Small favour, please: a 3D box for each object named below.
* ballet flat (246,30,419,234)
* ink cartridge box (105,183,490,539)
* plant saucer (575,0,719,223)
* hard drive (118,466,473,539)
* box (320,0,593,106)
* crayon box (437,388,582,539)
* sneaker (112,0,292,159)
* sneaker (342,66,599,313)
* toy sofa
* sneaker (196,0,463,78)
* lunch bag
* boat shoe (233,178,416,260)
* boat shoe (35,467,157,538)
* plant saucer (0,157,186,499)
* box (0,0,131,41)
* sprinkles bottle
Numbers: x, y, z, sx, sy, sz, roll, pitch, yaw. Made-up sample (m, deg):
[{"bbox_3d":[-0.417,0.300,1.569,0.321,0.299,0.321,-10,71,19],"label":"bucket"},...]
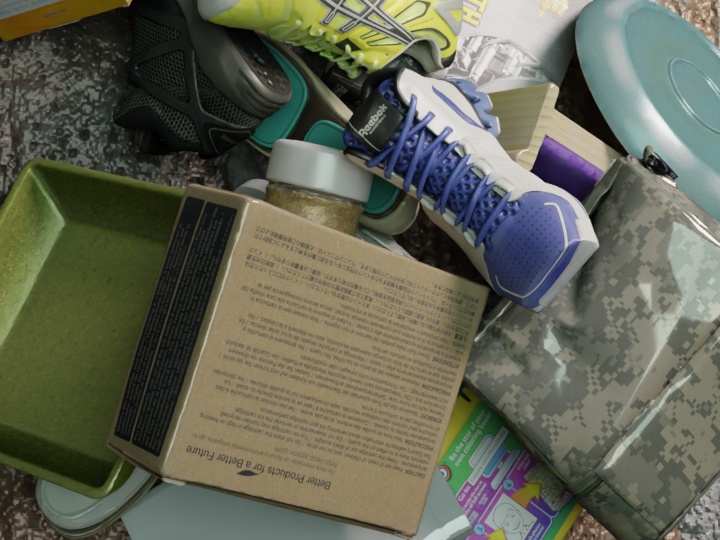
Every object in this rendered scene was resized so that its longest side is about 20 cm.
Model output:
[{"bbox_3d":[-0.031,-0.095,1.203,0.069,0.070,0.200,-39,67,-14],"label":"ballet flat"},{"bbox_3d":[-0.034,0.056,1.047,0.199,0.075,0.166,20,88,-39],"label":"ink cartridge box"},{"bbox_3d":[0.230,-0.116,1.224,0.199,0.027,0.201,30,39,-28],"label":"plant saucer"},{"bbox_3d":[-0.044,0.164,1.149,0.199,0.026,0.132,-29,67,-4],"label":"hard drive"},{"bbox_3d":[0.079,-0.189,1.250,0.157,0.048,0.201,25,78,-10],"label":"box"},{"bbox_3d":[0.092,0.141,1.205,0.118,0.058,0.201,37,77,-5],"label":"crayon box"},{"bbox_3d":[-0.137,-0.154,1.184,0.114,0.076,0.200,-42,68,20],"label":"sneaker"},{"bbox_3d":[0.049,-0.060,1.081,0.115,0.200,0.081,16,120,-42],"label":"sneaker"},{"bbox_3d":[0.159,-0.038,1.200,0.199,0.083,0.098,30,75,-28],"label":"toy sofa"},{"bbox_3d":[-0.011,-0.167,1.144,0.198,0.075,0.077,-5,88,-29],"label":"sneaker"},{"bbox_3d":[0.171,0.045,1.116,0.168,0.139,0.200,41,95,-9],"label":"lunch bag"},{"bbox_3d":[0.000,0.000,1.202,0.199,0.072,0.066,35,42,9],"label":"boat shoe"},{"bbox_3d":[-0.142,0.084,1.149,0.074,0.068,0.201,34,73,11],"label":"boat shoe"},{"bbox_3d":[-0.177,0.039,1.118,0.048,0.198,0.201,45,65,-50],"label":"plant saucer"},{"bbox_3d":[-0.237,-0.242,1.111,0.201,0.118,0.042,56,42,-32],"label":"box"},{"bbox_3d":[-0.045,0.020,1.123,0.068,0.068,0.202,13,90,-10],"label":"sprinkles bottle"}]
